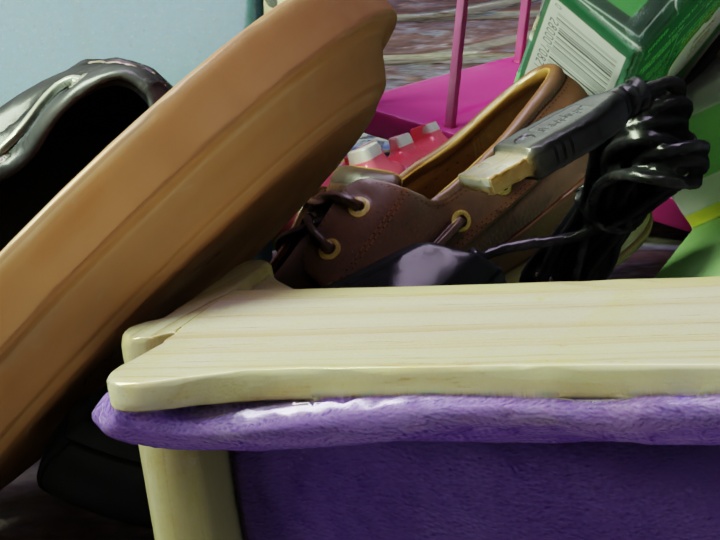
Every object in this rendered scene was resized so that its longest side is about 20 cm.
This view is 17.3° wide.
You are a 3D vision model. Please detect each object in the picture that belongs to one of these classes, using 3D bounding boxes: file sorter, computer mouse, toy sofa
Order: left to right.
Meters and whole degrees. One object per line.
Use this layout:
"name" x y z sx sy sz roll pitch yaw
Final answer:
"computer mouse" 0.012 0.017 0.643 0.199 0.046 0.141 -23 -17 -23
"toy sofa" 0.045 0.046 0.534 0.199 0.083 0.098 -2 17 22
"file sorter" 0.117 -0.112 1.071 0.199 0.126 0.139 19 23 34

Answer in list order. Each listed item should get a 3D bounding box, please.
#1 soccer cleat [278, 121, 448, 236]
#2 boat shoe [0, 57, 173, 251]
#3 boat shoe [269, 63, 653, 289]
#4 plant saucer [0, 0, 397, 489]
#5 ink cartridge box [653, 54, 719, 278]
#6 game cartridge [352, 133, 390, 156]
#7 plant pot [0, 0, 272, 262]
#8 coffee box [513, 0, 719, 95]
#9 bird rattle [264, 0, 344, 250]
"soccer cleat" 0.010 -0.010 0.893 0.066 0.077 0.200 -18 2 8
"boat shoe" -0.134 0.004 0.705 0.200 0.073 0.063 -39 -2 -9
"boat shoe" 0.001 0.000 0.754 0.199 0.068 0.072 -30 18 -21
"plant saucer" -0.061 0.000 0.647 0.200 0.032 0.200 -44 -3 -3
"ink cartridge box" 0.151 -0.049 0.783 0.145 0.048 0.200 -26 12 47
"game cartridge" 0.015 -0.050 1.174 0.199 0.042 0.133 3 11 41
"plant pot" -0.098 -0.058 0.850 0.140 0.142 0.201 -7 52 -6
"coffee box" 0.100 -0.081 0.861 0.123 0.044 0.200 -48 -12 -21
"bird rattle" -0.078 -0.068 1.034 0.199 0.164 0.112 13 2 36
